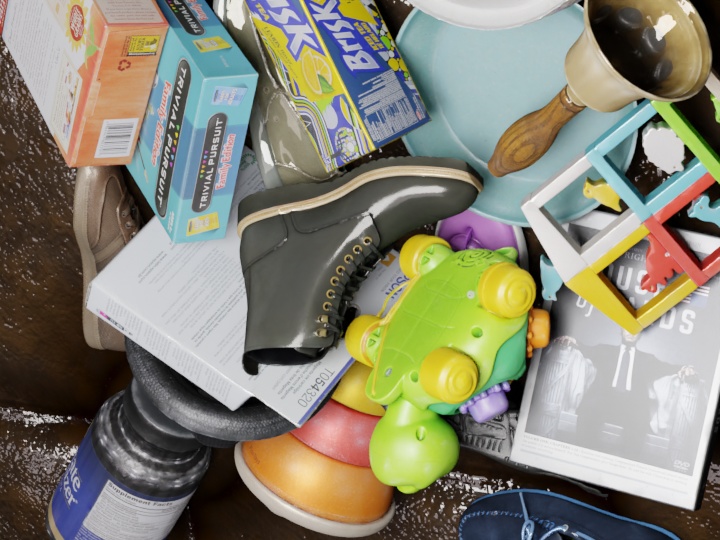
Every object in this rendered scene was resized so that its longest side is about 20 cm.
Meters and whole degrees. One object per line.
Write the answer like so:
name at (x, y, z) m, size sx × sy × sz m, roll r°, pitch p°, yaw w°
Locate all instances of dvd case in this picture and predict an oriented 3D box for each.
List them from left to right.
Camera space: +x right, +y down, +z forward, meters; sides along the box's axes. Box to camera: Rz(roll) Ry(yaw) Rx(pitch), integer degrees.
dvd case at (0.203, 0.063, 1.538) m, size 0.149 × 0.025 × 0.202 m, roll 13°, pitch 94°, yaw 22°

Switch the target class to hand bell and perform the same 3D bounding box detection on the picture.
hand bell at (0.149, -0.119, 1.456) m, size 0.104 × 0.104 × 0.200 m, roll 46°, pitch 142°, yaw -2°

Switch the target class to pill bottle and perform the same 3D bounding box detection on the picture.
pill bottle at (-0.199, 0.177, 1.834) m, size 0.112 × 0.112 × 0.200 m, roll 37°, pitch 128°, yaw 6°

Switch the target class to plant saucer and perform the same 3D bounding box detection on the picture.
plant saucer at (0.117, -0.130, 1.527) m, size 0.199 × 0.036 × 0.201 m, roll 13°, pitch 122°, yaw 22°

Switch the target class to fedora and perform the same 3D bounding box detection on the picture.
fedora at (-0.104, 0.069, 1.657) m, size 0.200 × 0.201 × 0.092 m, roll 31°, pitch 142°, yaw 10°

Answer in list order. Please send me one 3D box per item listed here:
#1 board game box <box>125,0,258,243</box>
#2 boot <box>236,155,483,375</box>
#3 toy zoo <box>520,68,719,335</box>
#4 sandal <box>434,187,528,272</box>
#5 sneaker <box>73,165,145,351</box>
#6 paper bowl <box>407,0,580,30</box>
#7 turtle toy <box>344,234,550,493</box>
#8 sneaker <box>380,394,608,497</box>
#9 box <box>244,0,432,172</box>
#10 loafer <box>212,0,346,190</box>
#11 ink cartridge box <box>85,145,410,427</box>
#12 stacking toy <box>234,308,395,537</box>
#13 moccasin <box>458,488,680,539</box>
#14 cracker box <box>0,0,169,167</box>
board game box at (-0.151, -0.142, 1.593) m, size 0.200 × 0.047 × 0.152 m, roll 55°, pitch 142°, yaw 42°
boot at (0.000, 0.000, 1.538) m, size 0.199 × 0.139 × 0.077 m, roll -15°, pitch 150°, yaw 27°
toy zoo at (0.209, -0.042, 1.483) m, size 0.200 × 0.020 × 0.131 m, roll -40°, pitch 102°, yaw 19°
sandal at (0.083, 0.029, 1.628) m, size 0.082 × 0.050 × 0.204 m, roll 21°, pitch 125°, yaw 18°
sneaker at (-0.200, -0.020, 1.763) m, size 0.075 × 0.071 × 0.201 m, roll 5°, pitch 124°, yaw 6°
paper bowl at (0.086, -0.264, 1.401) m, size 0.199 × 0.104 × 0.202 m, roll 8°, pitch 108°, yaw 24°
turtle toy at (0.065, 0.069, 1.537) m, size 0.101 × 0.201 × 0.145 m, roll 39°, pitch 171°, yaw -33°
sneaker at (0.108, 0.125, 1.640) m, size 0.199 × 0.104 × 0.060 m, roll 23°, pitch 89°, yaw 15°
box at (-0.029, -0.182, 1.533) m, size 0.070 × 0.064 × 0.201 m, roll -21°, pitch 95°, yaw 54°
loafer at (-0.059, -0.150, 1.600) m, size 0.069 × 0.075 × 0.201 m, roll -11°, pitch 112°, yaw 16°
ink cartridge box at (-0.080, 0.014, 1.618) m, size 0.199 × 0.196 × 0.043 m, roll 35°, pitch 142°, yaw 8°
stacking toy at (-0.006, 0.105, 1.691) m, size 0.145 × 0.146 × 0.201 m, roll 29°, pitch 112°, yaw 11°
moccasin at (0.167, 0.227, 1.682) m, size 0.199 × 0.068 × 0.081 m, roll 4°, pitch 119°, yaw 28°
cracker box at (-0.221, -0.195, 1.602) m, size 0.200 × 0.057 × 0.135 m, roll 58°, pitch 140°, yaw 38°
